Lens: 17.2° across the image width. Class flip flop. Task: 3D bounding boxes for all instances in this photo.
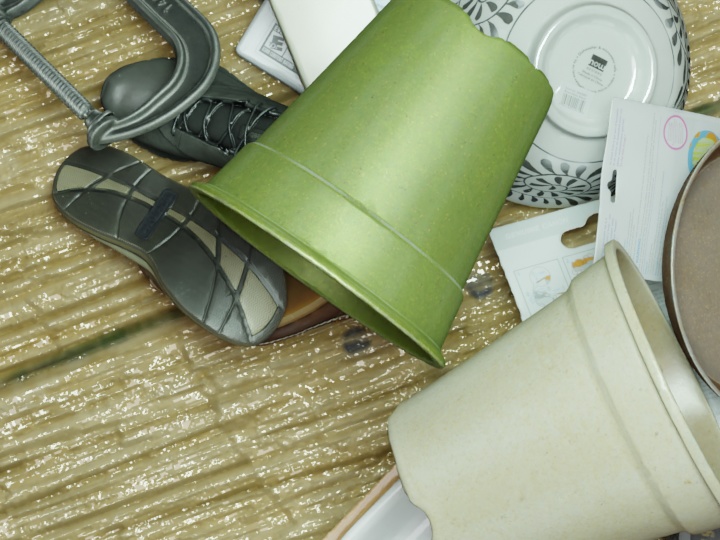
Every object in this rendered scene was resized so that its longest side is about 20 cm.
[{"bbox_3d":[-0.130,-0.016,1.654,0.199,0.058,0.081,32,73,21],"label":"flip flop"}]

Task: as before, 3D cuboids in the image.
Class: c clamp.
[{"bbox_3d":[-0.201,-0.153,1.647,0.200,0.027,0.171,38,75,22],"label":"c clamp"}]

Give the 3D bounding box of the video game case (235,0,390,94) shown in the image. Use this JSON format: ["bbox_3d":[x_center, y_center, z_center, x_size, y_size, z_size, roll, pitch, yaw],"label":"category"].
[{"bbox_3d":[0.042,-0.179,1.680,0.199,0.024,0.183,32,89,0],"label":"video game case"}]

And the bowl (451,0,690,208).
[{"bbox_3d":[0.146,-0.138,1.626,0.199,0.094,0.202,-1,96,-12],"label":"bowl"}]

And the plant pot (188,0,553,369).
[{"bbox_3d":[0.025,-0.070,1.525,0.200,0.200,0.190,36,85,-1],"label":"plant pot"}]

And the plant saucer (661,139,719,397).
[{"bbox_3d":[0.270,0.000,1.608,0.199,0.034,0.202,1,89,-38],"label":"plant saucer"}]

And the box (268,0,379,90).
[{"bbox_3d":[-0.039,-0.214,1.629,0.068,0.082,0.201,-22,87,0],"label":"box"}]

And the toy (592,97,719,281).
[{"bbox_3d":[0.226,-0.047,1.630,0.199,0.047,0.116,7,88,-36],"label":"toy"}]

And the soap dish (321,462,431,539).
[{"bbox_3d":[0.088,0.210,1.654,0.200,0.081,0.157,45,90,-1],"label":"soap dish"}]

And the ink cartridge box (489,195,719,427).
[{"bbox_3d":[0.190,0.048,1.660,0.159,0.047,0.201,-15,69,-13],"label":"ink cartridge box"}]

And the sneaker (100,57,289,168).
[{"bbox_3d":[-0.084,-0.100,1.645,0.199,0.091,0.076,17,92,0],"label":"sneaker"}]

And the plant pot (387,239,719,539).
[{"bbox_3d":[0.125,0.111,1.517,0.183,0.200,0.201,-27,91,11],"label":"plant pot"}]

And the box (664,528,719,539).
[{"bbox_3d":[0.284,0.226,1.614,0.157,0.049,0.201,10,46,-1],"label":"box"}]

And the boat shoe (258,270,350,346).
[{"bbox_3d":[0.000,0.000,1.656,0.199,0.071,0.070,-29,135,13],"label":"boat shoe"}]
